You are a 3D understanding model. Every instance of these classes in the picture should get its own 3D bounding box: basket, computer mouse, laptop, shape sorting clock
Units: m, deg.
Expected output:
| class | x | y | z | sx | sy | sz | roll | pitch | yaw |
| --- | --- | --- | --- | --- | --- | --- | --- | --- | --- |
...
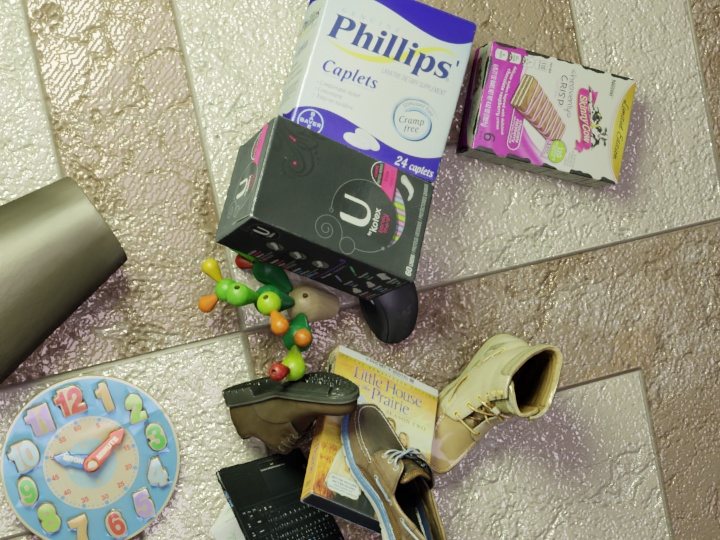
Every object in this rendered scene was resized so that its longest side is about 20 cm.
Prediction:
| class | x | y | z | sx | sy | sz | roll | pitch | yaw |
| --- | --- | --- | --- | --- | --- | --- | --- | --- | --- |
| basket | -0.365 | -0.001 | 1.175 | 0.200 | 0.136 | 0.181 | -37 | 103 | -14 |
| computer mouse | 0.000 | 0.000 | 1.289 | 0.140 | 0.046 | 0.201 | -20 | 96 | -32 |
| laptop | -0.035 | 0.275 | 1.192 | 0.103 | 0.177 | 0.201 | -34 | 75 | 22 |
| shape sorting clock | -0.304 | 0.218 | 1.239 | 0.199 | 0.039 | 0.201 | 0 | 91 | -14 |

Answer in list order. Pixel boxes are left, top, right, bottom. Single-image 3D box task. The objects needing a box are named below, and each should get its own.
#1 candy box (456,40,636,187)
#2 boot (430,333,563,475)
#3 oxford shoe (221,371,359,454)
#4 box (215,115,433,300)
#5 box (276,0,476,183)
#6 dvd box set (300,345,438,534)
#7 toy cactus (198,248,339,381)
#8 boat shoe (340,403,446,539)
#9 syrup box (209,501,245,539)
| class | x | y | z | sx | sy | sz | roll | pitch | yaw |
| --- | --- | --- | --- | --- | --- | --- | --- | --- | --- |
| candy box | 0.231 | -0.191 | 1.356 | 0.199 | 0.061 | 0.137 | 11 | 88 | -15 |
| boot | 0.152 | 0.165 | 1.293 | 0.073 | 0.155 | 0.200 | 41 | 81 | -11 |
| oxford shoe | -0.070 | 0.161 | 1.228 | 0.072 | 0.199 | 0.085 | -15 | 92 | -44 |
| box | -0.038 | -0.063 | 1.191 | 0.199 | 0.106 | 0.123 | 21 | 67 | -23 |
| box | 0.013 | -0.214 | 1.271 | 0.183 | 0.105 | 0.201 | 17 | 82 | -14 |
| dvd box set | 0.016 | 0.199 | 1.263 | 0.146 | 0.029 | 0.201 | 27 | 48 | -18 |
| toy cactus | -0.092 | 0.045 | 1.251 | 0.165 | 0.200 | 0.102 | 7 | 129 | -49 |
| boat shoe | 0.045 | 0.227 | 1.189 | 0.072 | 0.072 | 0.201 | -8 | 64 | -39 |
| syrup box | -0.075 | 0.339 | 1.265 | 0.081 | 0.079 | 0.200 | -32 | 101 | 22 |
